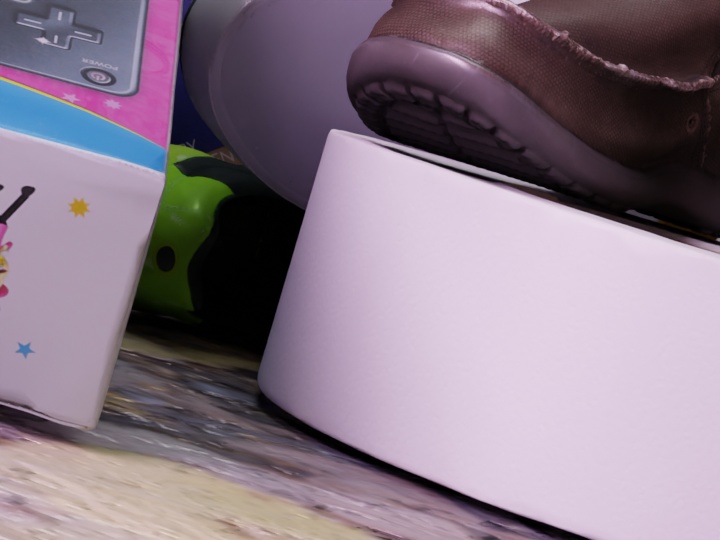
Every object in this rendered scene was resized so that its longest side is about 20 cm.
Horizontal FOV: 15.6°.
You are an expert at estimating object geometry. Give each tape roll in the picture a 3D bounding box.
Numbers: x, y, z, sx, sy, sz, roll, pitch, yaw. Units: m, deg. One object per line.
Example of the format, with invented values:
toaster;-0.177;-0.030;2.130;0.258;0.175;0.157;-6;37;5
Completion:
tape roll;0.076;0.025;0.677;0.201;0.071;0.202;16;4;-1

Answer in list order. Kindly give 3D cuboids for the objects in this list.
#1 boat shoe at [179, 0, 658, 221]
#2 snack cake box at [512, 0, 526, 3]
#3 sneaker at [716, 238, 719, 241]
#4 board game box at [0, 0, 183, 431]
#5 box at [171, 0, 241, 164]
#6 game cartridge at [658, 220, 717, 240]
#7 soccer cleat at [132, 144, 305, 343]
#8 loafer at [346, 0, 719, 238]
boat shoe;0.014;-0.056;0.774;0.199;0.071;0.070;11;23;-45
snack cake box;0.107;-0.063;0.969;0.114;0.068;0.200;-2;-25;21
sneaker;0.129;0.010;0.861;0.078;0.100;0.199;33;14;38
board game box;-0.112;-0.063;0.567;0.147;0.065;0.200;15;32;-10
box;-0.081;-0.122;0.894;0.120;0.201;0.032;-20;0;7
game cartridge;0.146;0.001;0.988;0.175;0.033;0.200;15;-22;-19
soccer cleat;0.000;0.000;0.803;0.199;0.068;0.081;4;17;-43
loafer;0.063;-0.056;0.706;0.073;0.071;0.200;19;4;28
